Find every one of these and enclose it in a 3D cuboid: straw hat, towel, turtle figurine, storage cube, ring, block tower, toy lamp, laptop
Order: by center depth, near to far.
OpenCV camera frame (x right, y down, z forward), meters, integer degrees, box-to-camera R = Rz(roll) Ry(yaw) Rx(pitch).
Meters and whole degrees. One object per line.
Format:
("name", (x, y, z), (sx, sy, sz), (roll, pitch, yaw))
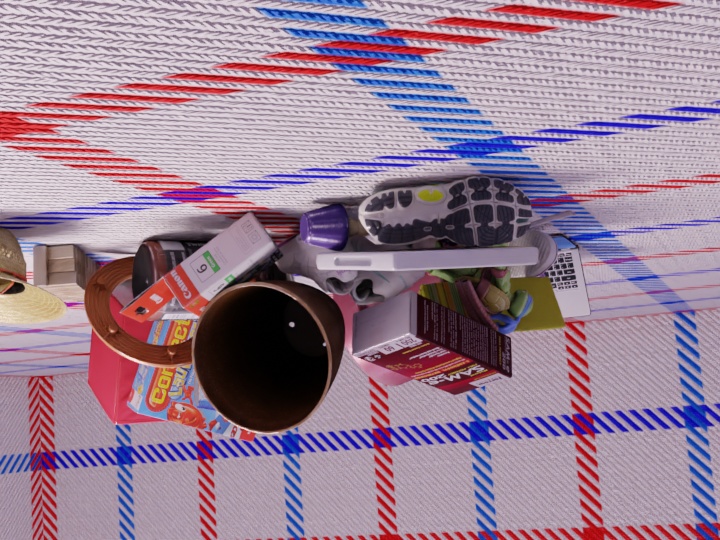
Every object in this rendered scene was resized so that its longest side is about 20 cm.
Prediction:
("straw hat", (-0.441, -0.006, 1.312), (0.197, 0.087, 0.202), (2, 160, 1))
("toy lamp", (0.024, -0.054, 1.330), (0.197, 0.059, 0.058), (-4, 173, -23))
("turtle figurine", (0.155, -0.031, 1.487), (0.191, 0.203, 0.144), (19, -164, -8))
("ring", (-0.278, 0.050, 1.516), (0.197, 0.202, 0.019), (0, 136, -28))
("block tower", (-0.402, 0.007, 1.537), (0.057, 0.055, 0.200), (-4, 173, -1))
("towel", (0.182, 0.052, 1.540), (0.196, 0.087, 0.018), (-4, 148, -16))
("storage cube", (-0.319, 0.120, 1.733), (0.168, 0.183, 0.199), (1, -165, -28))
("laptop", (0.258, 0.020, 1.776), (0.184, 0.203, 0.116), (-7, -155, 21))

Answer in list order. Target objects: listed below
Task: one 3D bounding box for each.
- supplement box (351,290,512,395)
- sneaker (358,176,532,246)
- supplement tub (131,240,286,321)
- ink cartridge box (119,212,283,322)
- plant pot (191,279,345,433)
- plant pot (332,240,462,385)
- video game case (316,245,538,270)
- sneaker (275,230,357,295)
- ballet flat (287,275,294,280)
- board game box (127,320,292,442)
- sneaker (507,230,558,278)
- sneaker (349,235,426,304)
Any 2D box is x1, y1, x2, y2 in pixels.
("supplement box", (0.094, 0.098, 1.429), (0.198, 0.062, 0.108), (24, 147, -38))
("sneaker", (0.095, -0.072, 1.251), (0.196, 0.079, 0.080), (1, -169, -4))
("supplement tub", (-0.202, 0.013, 1.499), (0.197, 0.109, 0.107), (-1, 172, -29))
("ink cartridge box", (-0.192, 0.015, 1.367), (0.199, 0.051, 0.109), (-38, 171, -2))
("plant pot", (-0.093, 0.090, 1.440), (0.184, 0.190, 0.200), (-7, -172, 19))
("plant pot", (0.086, 0.047, 1.653), (0.178, 0.203, 0.199), (-29, 159, 33))
("video game case", (0.075, -0.015, 1.291), (0.197, 0.023, 0.181), (-2, -178, -30))
("sneaker", (-0.058, -0.006, 1.431), (0.074, 0.101, 0.200), (-28, -179, -19))
("ballet flat", (-0.144, 0.010, 1.707), (0.068, 0.071, 0.200), (-5, 176, 8))
("board game box", (-0.221, 0.134, 1.649), (0.194, 0.203, 0.056), (19, 180, -30))
("sneaker", (0.252, -0.008, 1.657), (0.113, 0.074, 0.200), (6, 163, -29))
("sneaker", (0.000, 0.000, 1.468), (0.080, 0.071, 0.199), (-47, -154, -20))
